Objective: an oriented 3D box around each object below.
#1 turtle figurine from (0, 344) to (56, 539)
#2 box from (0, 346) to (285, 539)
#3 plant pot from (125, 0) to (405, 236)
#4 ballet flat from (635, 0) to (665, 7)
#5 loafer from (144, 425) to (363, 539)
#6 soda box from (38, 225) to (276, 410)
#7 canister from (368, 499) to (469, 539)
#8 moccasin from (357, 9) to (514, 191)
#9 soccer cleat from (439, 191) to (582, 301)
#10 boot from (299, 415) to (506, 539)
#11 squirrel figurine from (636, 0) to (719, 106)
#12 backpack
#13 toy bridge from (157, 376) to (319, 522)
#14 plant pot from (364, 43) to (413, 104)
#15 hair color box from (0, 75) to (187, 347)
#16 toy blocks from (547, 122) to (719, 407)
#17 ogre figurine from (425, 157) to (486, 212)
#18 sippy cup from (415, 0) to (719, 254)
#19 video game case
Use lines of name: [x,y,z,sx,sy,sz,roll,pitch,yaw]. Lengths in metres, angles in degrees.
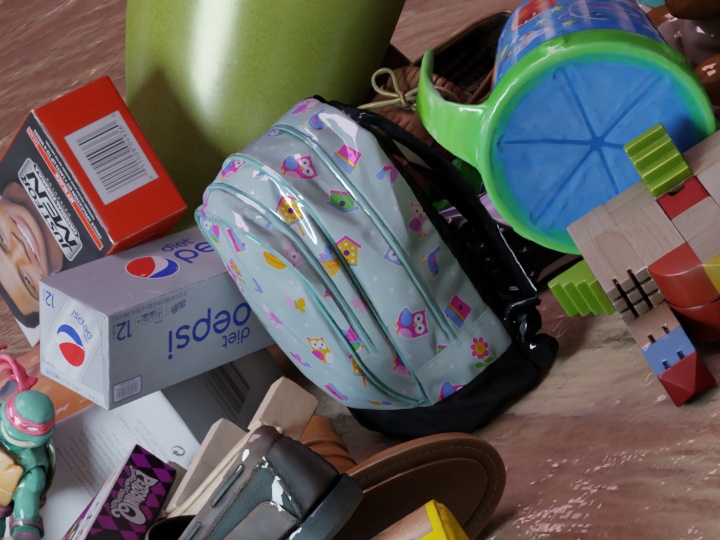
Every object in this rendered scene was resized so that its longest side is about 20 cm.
turtle figurine: [-0.232,0.131,1.325,0.100,0.150,0.201,-16,-33,-47]
box: [-0.168,0.109,1.444,0.199,0.107,0.153,-27,21,22]
plant pot: [-0.080,-0.110,1.455,0.187,0.185,0.202,-132,54,-71]
ballet flat: [0.183,-0.146,1.505,0.201,0.068,0.072,-54,-12,3]
loafer: [-0.074,0.134,1.091,0.200,0.063,0.072,-39,7,43]
soda box: [-0.100,0.017,1.342,0.068,0.064,0.199,23,31,38]
canister: [-0.022,0.204,1.015,0.199,0.087,0.149,-33,18,3]
moccasin: [0.042,-0.105,1.418,0.073,0.078,0.201,33,52,31]
soccer cleat: [0.113,-0.034,1.376,0.199,0.069,0.073,-20,23,26]
boot: [-0.010,0.125,1.211,0.200,0.077,0.156,-40,17,15]
squirrel figurine: [0.252,-0.159,1.385,0.186,0.142,0.200,-30,3,46]
backpack: [0.000,0.000,1.278,0.127,0.201,0.166,-43,22,-23]
toy bridge: [-0.084,0.117,1.234,0.068,0.027,0.200,-61,12,-29]
plant pot: [-0.042,-0.078,1.600,0.200,0.187,0.187,-49,20,-1]
hair color box: [-0.188,-0.034,1.413,0.061,0.102,0.200,-29,-8,-29]
toy blocks: [0.202,-0.014,1.167,0.199,0.100,0.137,-33,31,5]
ogre figurine: [0.023,-0.030,1.480,0.200,0.098,0.120,-45,34,19]
sippy cup: [0.131,-0.100,1.270,0.140,0.177,0.131,-44,23,23]
video game case: [-0.187,0.215,1.226,0.200,0.036,0.182,-51,8,32]
